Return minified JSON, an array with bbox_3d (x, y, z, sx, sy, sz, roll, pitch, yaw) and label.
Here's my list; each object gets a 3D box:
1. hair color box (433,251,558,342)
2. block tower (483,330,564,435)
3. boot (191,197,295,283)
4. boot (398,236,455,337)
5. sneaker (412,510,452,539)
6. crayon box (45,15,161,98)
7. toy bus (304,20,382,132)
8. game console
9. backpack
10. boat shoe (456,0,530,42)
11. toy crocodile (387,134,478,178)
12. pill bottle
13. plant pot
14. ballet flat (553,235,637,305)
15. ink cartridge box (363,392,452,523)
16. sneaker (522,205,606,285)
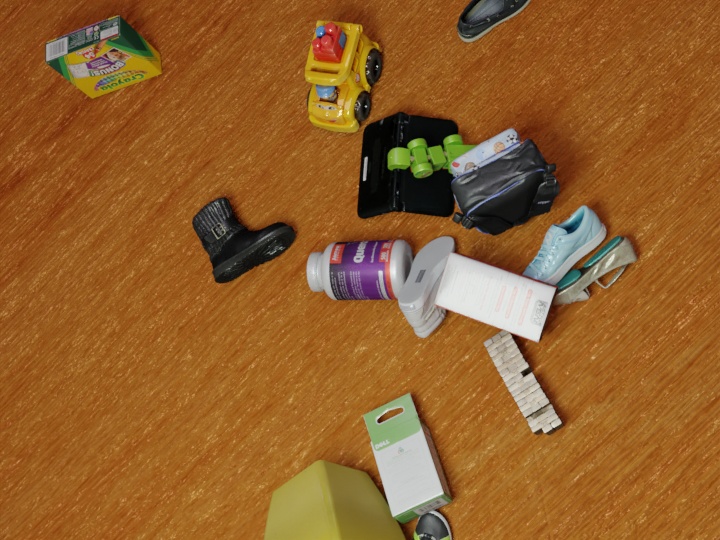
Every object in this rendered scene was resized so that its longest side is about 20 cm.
[{"bbox_3d":[0.240,0.045,1.513,0.197,0.061,0.103,20,96,17],"label":"hair color box"},{"bbox_3d":[0.289,0.199,1.527,0.053,0.058,0.202,-31,67,8],"label":"block tower"},{"bbox_3d":[-0.248,-0.088,1.777,0.208,0.079,0.160,-27,69,12],"label":"boot"},{"bbox_3d":[0.135,0.032,1.616,0.072,0.097,0.201,3,44,36],"label":"boot"},{"bbox_3d":[0.115,0.522,1.489,0.070,0.083,0.204,3,76,19],"label":"sneaker"},{"bbox_3d":[-0.583,-0.482,1.946,0.196,0.172,0.059,-14,68,16],"label":"crayon box"},{"bbox_3d":[-0.053,-0.407,1.731,0.133,0.192,0.204,12,82,20],"label":"toy bus"},{"bbox_3d":[0.093,-0.202,1.720,0.174,0.115,0.204,-11,69,48],"label":"game console"},{"bbox_3d":[0.258,-0.151,1.556,0.197,0.190,0.157,-24,65,12],"label":"backpack"},{"bbox_3d":[0.274,-0.546,1.717,0.197,0.066,0.075,-33,68,9],"label":"boat shoe"},{"bbox_3d":[0.147,-0.216,1.652,0.196,0.062,0.069,-8,73,-19],"label":"toy crocodile"},{"bbox_3d":[0.000,0.000,1.649,0.196,0.112,0.115,-2,76,19],"label":"pill bottle"},{"bbox_3d":[-0.054,0.452,1.497,0.199,0.198,0.179,-38,47,27],"label":"plant pot"},{"bbox_3d":[0.409,0.018,1.529,0.199,0.067,0.063,-37,95,10],"label":"ballet flat"},{"bbox_3d":[0.084,0.340,1.552,0.102,0.059,0.203,-27,56,12],"label":"ink cartridge box"},{"bbox_3d":[0.348,-0.041,1.543,0.200,0.082,0.074,-42,26,-3],"label":"sneaker"}]
